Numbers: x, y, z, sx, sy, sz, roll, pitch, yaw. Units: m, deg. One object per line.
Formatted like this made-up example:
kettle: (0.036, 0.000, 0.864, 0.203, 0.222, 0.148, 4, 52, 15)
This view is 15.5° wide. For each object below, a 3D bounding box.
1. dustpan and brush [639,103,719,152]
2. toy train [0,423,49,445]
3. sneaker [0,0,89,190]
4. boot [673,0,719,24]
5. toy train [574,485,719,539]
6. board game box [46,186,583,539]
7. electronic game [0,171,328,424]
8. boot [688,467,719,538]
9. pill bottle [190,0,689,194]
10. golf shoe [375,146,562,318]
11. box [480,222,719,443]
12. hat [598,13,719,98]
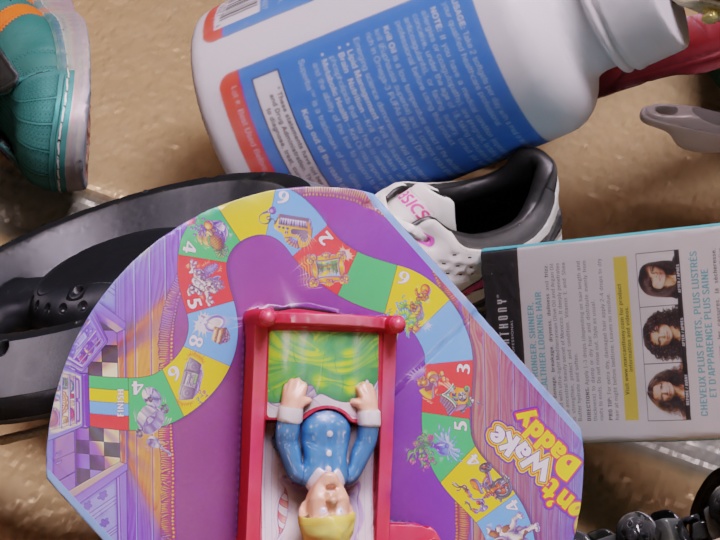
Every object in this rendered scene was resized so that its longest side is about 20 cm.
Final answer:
dustpan and brush: (0.223, -0.044, 1.256, 0.199, 0.057, 0.140, 6, 37, -9)
toy train: (-0.031, 0.095, 0.995, 0.199, 0.085, 0.116, -11, 59, -22)
sneaker: (-0.169, -0.097, 1.198, 0.080, 0.072, 0.200, -4, 34, -15)
boot: (0.213, -0.098, 1.108, 0.155, 0.073, 0.200, 20, 30, -24)
toy train: (0.153, 0.098, 0.981, 0.034, 0.199, 0.046, 7, 66, -59)
board game box: (-0.008, 0.067, 0.938, 0.158, 0.039, 0.200, -43, 98, -13)
electronic game: (-0.091, 0.011, 1.042, 0.199, 0.042, 0.200, -16, 18, 5)
boot: (0.210, 0.148, 1.009, 0.097, 0.075, 0.200, 7, 32, -40)
pill bottle: (0.036, -0.097, 1.153, 0.199, 0.112, 0.112, -21, 33, 17)
golf shoe: (0.000, 0.000, 1.107, 0.199, 0.092, 0.073, -20, 49, -35)
box: (0.130, 0.024, 1.027, 0.049, 0.083, 0.200, -2, -2, -38)
hat: (0.207, -0.090, 1.291, 0.199, 0.166, 0.177, 14, 60, 3)
